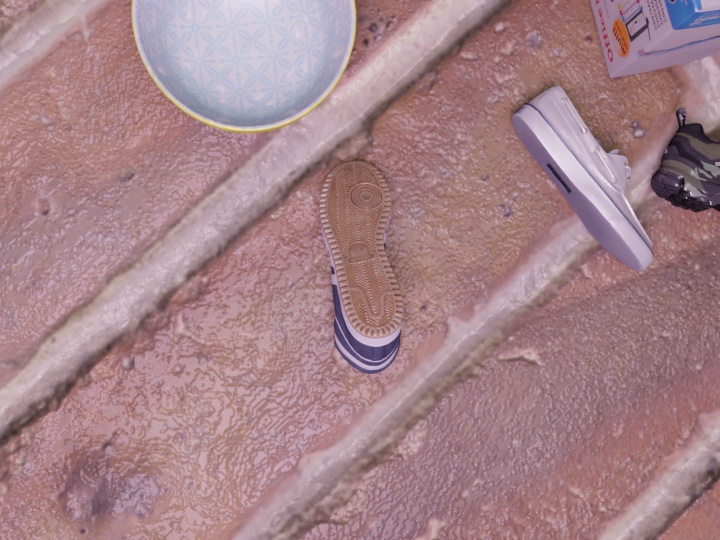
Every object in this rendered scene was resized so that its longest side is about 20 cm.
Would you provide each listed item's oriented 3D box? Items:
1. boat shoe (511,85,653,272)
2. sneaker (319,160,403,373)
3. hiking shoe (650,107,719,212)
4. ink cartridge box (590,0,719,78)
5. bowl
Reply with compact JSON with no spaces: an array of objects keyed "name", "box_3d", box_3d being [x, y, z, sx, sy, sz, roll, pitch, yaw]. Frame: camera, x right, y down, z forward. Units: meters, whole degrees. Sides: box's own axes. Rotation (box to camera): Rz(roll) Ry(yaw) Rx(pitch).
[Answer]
[{"name":"boat shoe","box_3d":[0.233,-0.093,0.835,0.065,0.074,0.201,-37,92,-3]},{"name":"sneaker","box_3d":[0.000,0.000,0.813,0.069,0.109,0.202,-6,57,-4]},{"name":"hiking shoe","box_3d":[0.399,-0.093,0.851,0.197,0.076,0.102,20,88,-4]},{"name":"ink cartridge box","box_3d":[0.315,-0.288,0.792,0.142,0.200,0.150,-13,88,-5]},{"name":"bowl","box_3d":[-0.106,-0.218,0.788,0.197,0.108,0.204,0,86,-7]}]
